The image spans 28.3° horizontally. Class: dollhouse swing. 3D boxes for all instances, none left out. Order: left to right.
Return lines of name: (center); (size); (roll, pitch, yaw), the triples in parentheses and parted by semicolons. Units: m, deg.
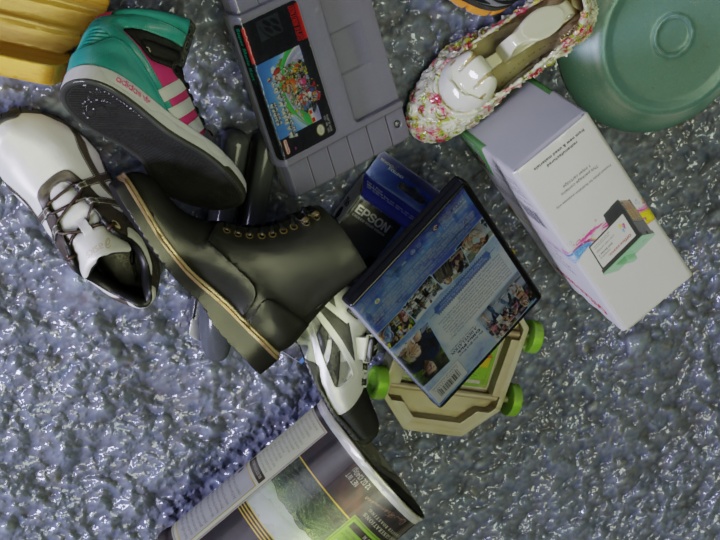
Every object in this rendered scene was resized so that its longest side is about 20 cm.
dollhouse swing: (-0.252, -0.233, 1.030); (0.182, 0.176, 0.200); (10, 108, -22)

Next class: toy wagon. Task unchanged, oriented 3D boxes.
toy wagon: (0.096, 0.062, 1.350); (0.155, 0.040, 0.200); (9, 108, -22)

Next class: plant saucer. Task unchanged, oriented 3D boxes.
plant saucer: (0.276, -0.216, 1.294); (0.200, 0.036, 0.200); (-7, 115, -16)

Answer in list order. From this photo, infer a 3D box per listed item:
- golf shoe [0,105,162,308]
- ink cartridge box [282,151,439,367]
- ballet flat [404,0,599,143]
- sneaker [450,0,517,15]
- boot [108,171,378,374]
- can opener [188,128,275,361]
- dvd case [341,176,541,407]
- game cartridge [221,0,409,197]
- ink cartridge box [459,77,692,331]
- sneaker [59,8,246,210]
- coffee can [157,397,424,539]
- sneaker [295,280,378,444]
golf shoe: (-0.226, -0.049, 1.164); (0.078, 0.094, 0.200); (-40, 117, 2)
ink cartridge box: (0.000, 0.000, 1.284); (0.099, 0.039, 0.200); (33, 98, -17)
ballet flat: (0.119, -0.186, 1.230); (0.200, 0.064, 0.076); (-39, 87, 2)
sneaker: (0.062, -0.268, 1.164); (0.200, 0.077, 0.078); (12, 85, -28)
boot: (-0.094, -0.033, 1.156); (0.138, 0.077, 0.200); (-41, 116, -4)
can opener: (-0.106, -0.019, 1.231); (0.053, 0.067, 0.200); (5, 111, -21)
dvd case: (0.076, 0.023, 1.245); (0.143, 0.018, 0.200); (-47, 140, -6)
game cartridge: (-0.038, -0.174, 1.190); (0.130, 0.038, 0.200); (-33, 121, -27)
ink cartridge box: (0.188, -0.062, 1.267); (0.084, 0.145, 0.200); (-39, 118, 0)
sneaker: (-0.155, -0.141, 1.144); (0.084, 0.121, 0.200); (-11, 147, 29)
coffee can: (-0.064, 0.234, 1.309); (0.200, 0.146, 0.146); (-40, 118, 1)
sneaker: (-0.011, 0.057, 1.240); (0.088, 0.074, 0.200); (-24, 108, 1)
